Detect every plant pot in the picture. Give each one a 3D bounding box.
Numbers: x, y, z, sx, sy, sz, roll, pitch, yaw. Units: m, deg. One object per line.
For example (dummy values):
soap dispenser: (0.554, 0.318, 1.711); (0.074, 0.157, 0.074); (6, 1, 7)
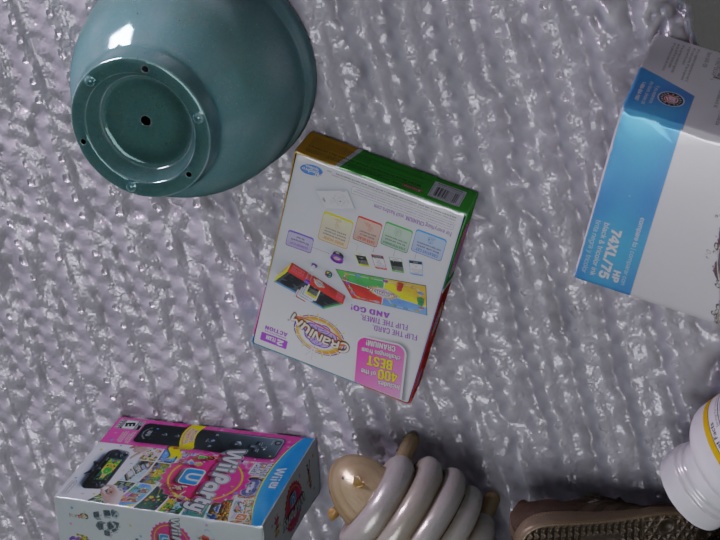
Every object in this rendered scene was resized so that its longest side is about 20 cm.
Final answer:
plant pot: (-0.150, -0.139, 1.425); (0.199, 0.134, 0.201); (9, 122, 15)

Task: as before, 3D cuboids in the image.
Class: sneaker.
sneaker: (0.227, 0.218, 1.539); (0.199, 0.076, 0.071); (5, 112, -8)

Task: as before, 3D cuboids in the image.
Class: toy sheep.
toy sheep: (0.057, 0.227, 1.560); (0.199, 0.138, 0.138); (32, 124, 0)

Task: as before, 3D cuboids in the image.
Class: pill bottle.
pill bottle: (0.334, 0.126, 1.417); (0.104, 0.104, 0.200); (43, 124, -7)

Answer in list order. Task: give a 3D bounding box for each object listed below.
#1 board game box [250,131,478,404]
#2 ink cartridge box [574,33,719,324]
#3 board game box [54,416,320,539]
board game box: (0.000, 0.000, 1.505); (0.152, 0.040, 0.201); (21, 124, 8)
ink cartridge box: (0.280, -0.056, 1.306); (0.199, 0.147, 0.147); (19, 123, 10)
board game box: (-0.153, 0.202, 1.615); (0.199, 0.148, 0.065); (6, 118, 17)
